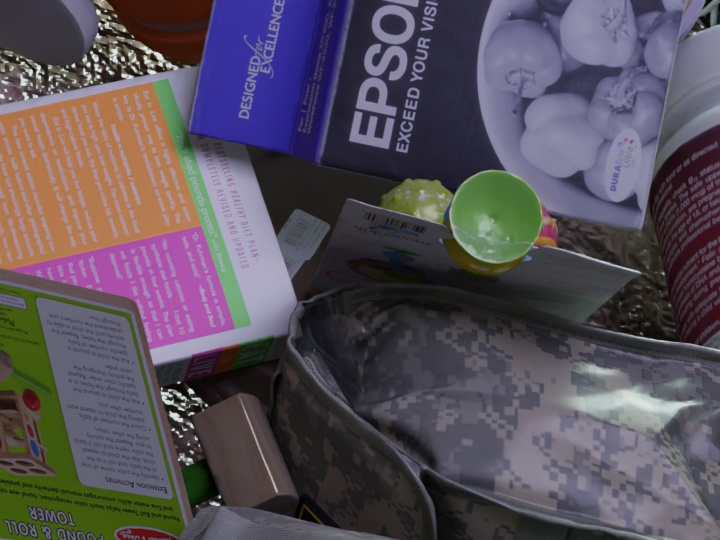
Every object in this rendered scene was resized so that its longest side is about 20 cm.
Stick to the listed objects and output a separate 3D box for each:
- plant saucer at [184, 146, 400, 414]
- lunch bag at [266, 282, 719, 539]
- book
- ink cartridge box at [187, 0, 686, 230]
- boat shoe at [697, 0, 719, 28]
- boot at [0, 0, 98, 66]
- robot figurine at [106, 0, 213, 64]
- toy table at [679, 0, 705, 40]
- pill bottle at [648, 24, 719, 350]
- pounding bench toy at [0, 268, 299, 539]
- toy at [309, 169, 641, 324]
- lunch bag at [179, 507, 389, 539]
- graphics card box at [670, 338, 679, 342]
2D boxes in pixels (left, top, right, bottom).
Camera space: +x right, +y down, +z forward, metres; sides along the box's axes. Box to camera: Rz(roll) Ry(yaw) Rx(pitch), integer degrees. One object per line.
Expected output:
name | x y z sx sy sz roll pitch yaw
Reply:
plant saucer | 0.000 0.000 1.195 0.199 0.030 0.201 6 53 -8
lunch bag | 0.049 0.099 1.067 0.199 0.164 0.118 13 50 2
book | -0.137 -0.005 1.118 0.199 0.048 0.134 -12 66 -21
ink cartridge box | 0.042 -0.133 1.112 0.199 0.043 0.199 11 93 -4
boat shoe | 0.201 -0.161 1.432 0.060 0.076 0.201 4 45 -28
boot | -0.186 -0.185 1.217 0.200 0.074 0.096 37 55 -1
robot figurine | -0.083 -0.176 1.199 0.200 0.143 0.117 61 21 -46
toy table | 0.066 -0.166 1.204 0.199 0.117 0.185 18 93 6
pill bottle | 0.197 -0.011 1.226 0.114 0.114 0.201 9 54 -25
pounding bench toy | -0.140 0.098 1.003 0.199 0.156 0.125 14 49 -46
toy | 0.045 -0.012 1.072 0.114 0.200 0.047 13 83 -3
lunch bag | 0.033 0.164 0.926 0.200 0.163 0.118 55 54 -37
graphics card box | 0.162 0.096 1.242 0.199 0.051 0.126 -17 68 -36
